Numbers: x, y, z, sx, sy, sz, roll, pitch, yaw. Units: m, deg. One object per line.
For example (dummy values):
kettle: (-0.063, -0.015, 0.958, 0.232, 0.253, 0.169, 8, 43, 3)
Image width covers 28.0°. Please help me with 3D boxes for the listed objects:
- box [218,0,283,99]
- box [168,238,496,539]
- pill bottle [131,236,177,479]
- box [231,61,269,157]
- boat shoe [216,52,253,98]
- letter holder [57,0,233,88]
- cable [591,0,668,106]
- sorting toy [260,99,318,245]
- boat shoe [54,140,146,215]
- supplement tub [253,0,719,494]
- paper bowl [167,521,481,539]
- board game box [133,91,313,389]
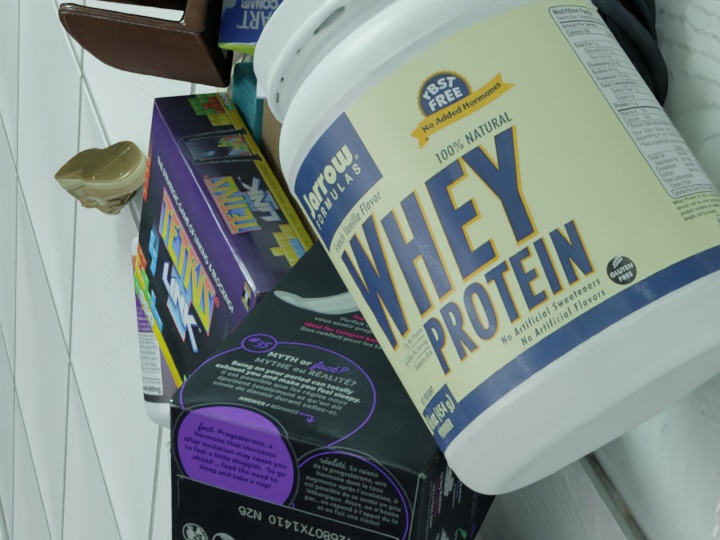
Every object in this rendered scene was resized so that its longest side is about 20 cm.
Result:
box: (-0.013, -0.195, 0.797, 0.121, 0.048, 0.201, 7, 93, 32)
box: (0.005, 0.069, 0.688, 0.200, 0.122, 0.107, -50, -32, -55)
pill bottle: (-0.125, 0.068, 1.187, 0.111, 0.111, 0.201, -179, 83, -69)
box: (-0.049, -0.043, 0.999, 0.049, 0.082, 0.201, -127, 37, -53)
boat shoe: (-0.073, -0.079, 1.068, 0.066, 0.071, 0.202, 165, 104, -74)
letter holder: (-0.147, -0.181, 0.859, 0.200, 0.141, 0.101, 138, 139, -88)
cable: (0.080, -0.124, 0.685, 0.163, 0.050, 0.201, 135, 127, -64)
sorting toy: (0.000, 0.000, 0.891, 0.199, 0.069, 0.201, -129, 38, -52)
boat shoe: (-0.281, -0.101, 1.634, 0.065, 0.071, 0.200, 54, 160, -22)
supplement tub: (0.056, -0.029, 0.578, 0.201, 0.144, 0.145, 59, 152, 16)
paper bowl: (-0.011, 0.170, 0.798, 0.201, 0.199, 0.105, 131, 151, -62)
board game box: (-0.090, 0.009, 0.937, 0.200, 0.056, 0.166, -122, 32, -42)
